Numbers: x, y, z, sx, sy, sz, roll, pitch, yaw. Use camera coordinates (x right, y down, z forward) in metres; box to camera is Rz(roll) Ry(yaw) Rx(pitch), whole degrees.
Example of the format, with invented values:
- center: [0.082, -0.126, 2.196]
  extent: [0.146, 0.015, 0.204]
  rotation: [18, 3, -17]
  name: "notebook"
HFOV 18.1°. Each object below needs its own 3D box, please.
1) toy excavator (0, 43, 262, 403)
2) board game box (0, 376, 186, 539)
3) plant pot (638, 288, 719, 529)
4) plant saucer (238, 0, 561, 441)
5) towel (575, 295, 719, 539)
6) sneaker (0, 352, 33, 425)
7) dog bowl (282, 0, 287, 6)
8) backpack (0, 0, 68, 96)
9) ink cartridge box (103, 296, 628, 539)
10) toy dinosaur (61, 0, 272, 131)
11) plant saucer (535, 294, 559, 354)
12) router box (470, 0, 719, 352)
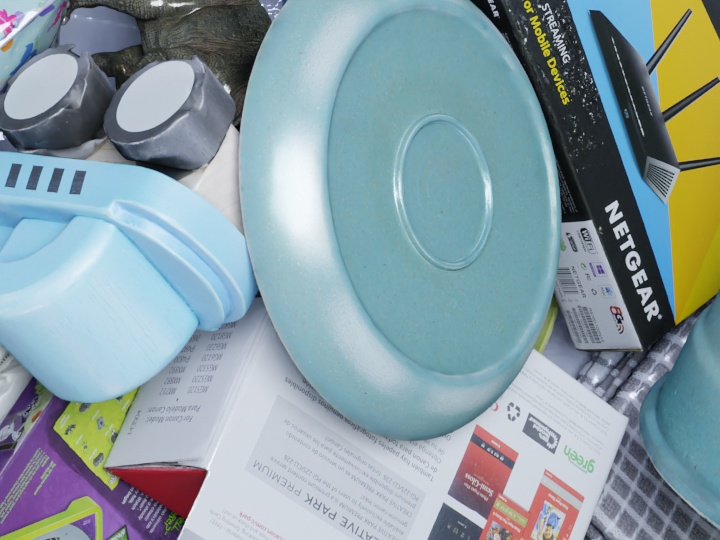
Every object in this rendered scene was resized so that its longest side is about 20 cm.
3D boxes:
- center: [-0.141, 0.016, 0.904]
  extent: [0.100, 0.194, 0.201]
  rotation: [53, 56, -40]
  name: "toy excavator"
- center: [-0.127, 0.126, 0.955]
  extent: [0.120, 0.032, 0.200]
  rotation: [50, 57, -31]
  name: "board game box"
- center: [0.242, 0.010, 0.963]
  extent: [0.199, 0.200, 0.197]
  rotation: [7, 116, -17]
  name: "plant pot"
- center: [0.027, -0.031, 0.931]
  extent: [0.200, 0.027, 0.201]
  rotation: [11, 76, -50]
  name: "plant saucer"
- center: [0.187, 0.113, 1.112]
  extent: [0.200, 0.086, 0.166]
  rotation: [42, 73, -10]
  name: "towel"
- center: [-0.169, 0.109, 0.981]
  extent: [0.092, 0.076, 0.200]
  rotation: [41, 76, -15]
  name: "sneaker"
- center: [0.053, -0.139, 1.110]
  extent: [0.199, 0.050, 0.112]
  rotation: [-12, 89, -18]
  name: "dog bowl"
- center: [-0.224, -0.103, 0.949]
  extent: [0.200, 0.178, 0.151]
  rotation: [-37, 90, -14]
  name: "backpack"
- center: [-0.001, 0.094, 0.986]
  extent: [0.200, 0.084, 0.176]
  rotation: [36, 66, -29]
  name: "ink cartridge box"
- center: [-0.075, -0.099, 1.003]
  extent: [0.102, 0.200, 0.077]
  rotation: [-13, 133, -25]
  name: "toy dinosaur"
- center: [0.000, 0.000, 1.065]
  extent: [0.199, 0.031, 0.201]
  rotation: [-5, 106, -19]
  name: "plant saucer"
- center: [0.128, -0.084, 1.067]
  extent: [0.149, 0.051, 0.201]
  rotation: [-35, 109, -33]
  name: "router box"
